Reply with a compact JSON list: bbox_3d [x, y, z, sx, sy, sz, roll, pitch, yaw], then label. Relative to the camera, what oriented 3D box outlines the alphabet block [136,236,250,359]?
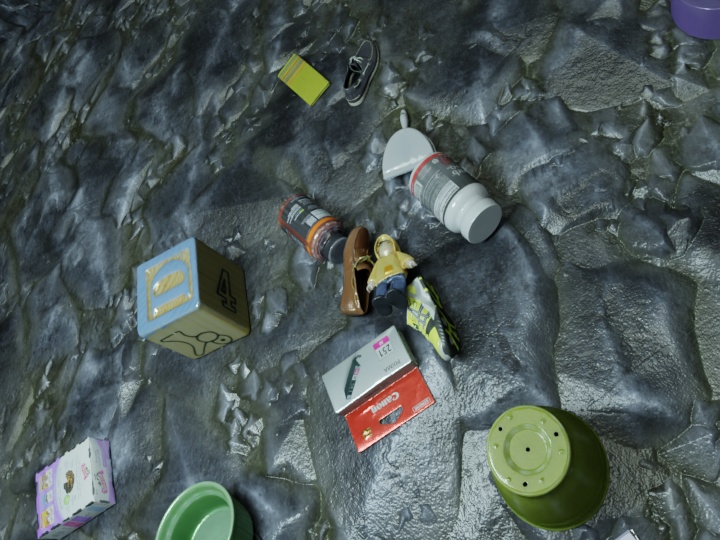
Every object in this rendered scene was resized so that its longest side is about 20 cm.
[{"bbox_3d":[-0.408,0.073,1.475,0.191,0.200,0.201,-22,58,17],"label":"alphabet block"}]

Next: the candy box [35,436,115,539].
[{"bbox_3d":[-0.717,0.547,1.510,0.197,0.071,0.170,-33,55,13],"label":"candy box"}]

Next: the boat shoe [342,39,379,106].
[{"bbox_3d":[-0.001,-0.545,1.614,0.071,0.063,0.205,4,70,31],"label":"boat shoe"}]

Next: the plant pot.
[{"bbox_3d":[0.287,0.304,0.970,0.195,0.193,0.206,-13,62,24],"label":"plant pot"}]

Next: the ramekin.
[{"bbox_3d":[-0.316,0.553,1.238,0.195,0.098,0.204,-17,47,19],"label":"ramekin"}]

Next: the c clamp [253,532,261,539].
[{"bbox_3d":[-0.250,0.638,1.230,0.170,0.027,0.201,-41,52,1],"label":"c clamp"}]

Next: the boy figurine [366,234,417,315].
[{"bbox_3d":[0.067,-0.001,1.288,0.122,0.065,0.203,-25,38,24],"label":"boy figurine"}]

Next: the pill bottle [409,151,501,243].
[{"bbox_3d":[0.202,-0.155,1.283,0.116,0.116,0.201,-44,54,4],"label":"pill bottle"}]

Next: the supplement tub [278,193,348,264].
[{"bbox_3d":[-0.106,-0.094,1.437,0.108,0.107,0.199,-50,54,0],"label":"supplement tub"}]

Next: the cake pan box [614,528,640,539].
[{"bbox_3d":[0.341,0.456,0.865,0.183,0.200,0.053,-40,49,4],"label":"cake pan box"}]

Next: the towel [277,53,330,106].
[{"bbox_3d":[-0.166,-0.553,1.744,0.086,0.018,0.200,-48,54,8],"label":"towel"}]

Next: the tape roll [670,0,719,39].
[{"bbox_3d":[0.725,-0.571,1.196,0.195,0.085,0.205,-13,61,24],"label":"tape roll"}]

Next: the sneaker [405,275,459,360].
[{"bbox_3d":[0.140,0.107,1.230,0.076,0.075,0.203,-38,44,17],"label":"sneaker"}]

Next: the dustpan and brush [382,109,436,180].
[{"bbox_3d":[0.111,-0.316,1.457,0.136,0.057,0.206,-17,67,21],"label":"dustpan and brush"}]

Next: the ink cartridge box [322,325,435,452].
[{"bbox_3d":[0.032,0.243,1.239,0.198,0.043,0.176,-36,54,11],"label":"ink cartridge box"}]

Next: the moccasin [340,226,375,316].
[{"bbox_3d":[-0.001,-0.001,1.345,0.076,0.073,0.207,-10,62,41],"label":"moccasin"}]
